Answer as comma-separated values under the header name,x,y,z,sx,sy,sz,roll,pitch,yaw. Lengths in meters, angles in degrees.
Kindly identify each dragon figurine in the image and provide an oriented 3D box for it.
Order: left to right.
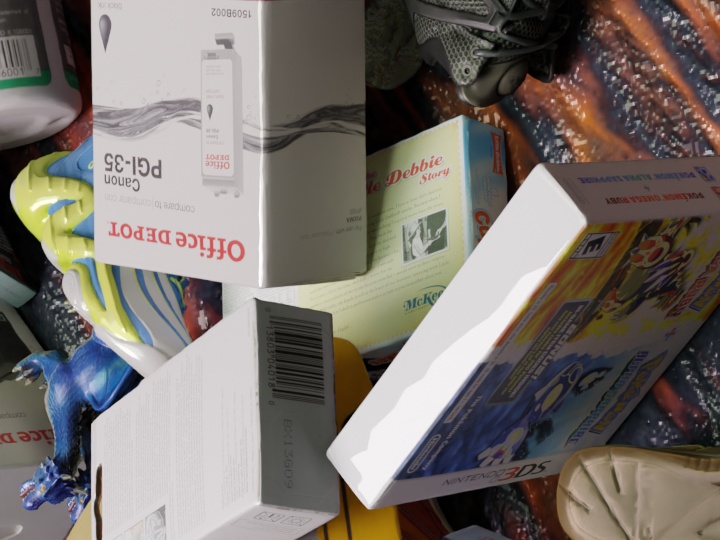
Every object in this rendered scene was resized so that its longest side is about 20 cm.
name,x,y,z,sx,sy,sz,roll,pitch,yaw
dragon figurine,-0.144,0.059,1.636,0.099,0.059,0.200,37,87,36

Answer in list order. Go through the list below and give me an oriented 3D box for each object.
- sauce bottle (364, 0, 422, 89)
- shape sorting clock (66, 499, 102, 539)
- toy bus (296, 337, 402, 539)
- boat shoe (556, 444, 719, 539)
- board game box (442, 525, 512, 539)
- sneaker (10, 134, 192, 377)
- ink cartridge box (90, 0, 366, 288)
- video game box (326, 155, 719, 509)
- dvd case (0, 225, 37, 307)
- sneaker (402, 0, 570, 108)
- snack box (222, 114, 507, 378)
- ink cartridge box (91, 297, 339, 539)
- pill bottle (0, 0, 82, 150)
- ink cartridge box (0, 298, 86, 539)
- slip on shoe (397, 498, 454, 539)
name,x,y,z,sx,sy,sz,roll,pitch,yaw
sauce bottle,-0.049,-0.158,1.544,0.199,0.064,0.065,23,107,39
shape sorting clock,-0.098,0.173,1.507,0.199,0.039,0.201,-26,45,30
toy bus,-0.013,0.136,1.419,0.065,0.078,0.201,90,172,-57
boat shoe,0.197,0.119,1.324,0.199,0.066,0.075,13,100,29
board game box,0.113,0.260,1.401,0.199,0.041,0.201,19,105,29
sneaker,-0.129,-0.020,1.584,0.105,0.076,0.200,-42,54,2
ink cartridge box,-0.072,-0.097,1.475,0.146,0.082,0.202,8,102,44
video game box,0.100,0.029,1.333,0.047,0.182,0.200,50,123,24
dvd case,-0.287,-0.077,1.723,0.022,0.146,0.201,-36,65,6
sneaker,0.097,-0.152,1.404,0.199,0.076,0.115,-17,82,45
snack box,0.000,0.000,1.506,0.199,0.037,0.117,-21,62,42
ink cartridge box,-0.080,0.101,1.408,0.200,0.050,0.110,-36,50,53
pill bottle,-0.247,-0.182,1.697,0.113,0.113,0.201,-21,77,41
ink cartridge box,-0.271,0.080,1.706,0.200,0.145,0.084,51,123,29
slip on shoe,0.020,0.157,1.496,0.074,0.061,0.201,-37,68,36
